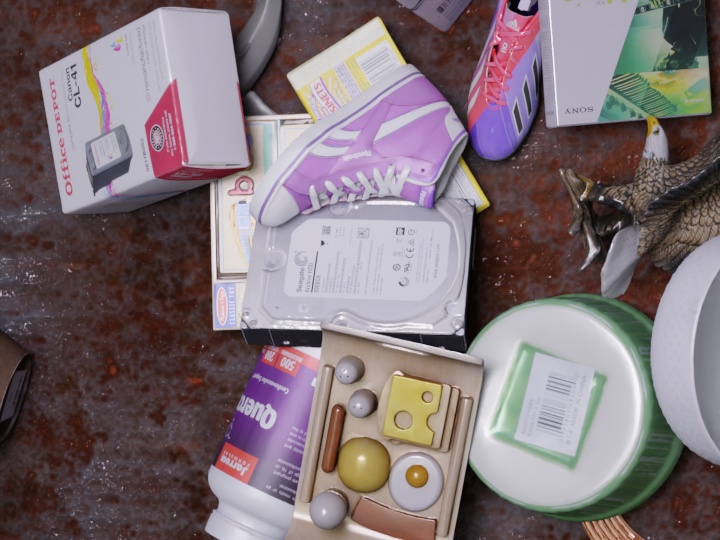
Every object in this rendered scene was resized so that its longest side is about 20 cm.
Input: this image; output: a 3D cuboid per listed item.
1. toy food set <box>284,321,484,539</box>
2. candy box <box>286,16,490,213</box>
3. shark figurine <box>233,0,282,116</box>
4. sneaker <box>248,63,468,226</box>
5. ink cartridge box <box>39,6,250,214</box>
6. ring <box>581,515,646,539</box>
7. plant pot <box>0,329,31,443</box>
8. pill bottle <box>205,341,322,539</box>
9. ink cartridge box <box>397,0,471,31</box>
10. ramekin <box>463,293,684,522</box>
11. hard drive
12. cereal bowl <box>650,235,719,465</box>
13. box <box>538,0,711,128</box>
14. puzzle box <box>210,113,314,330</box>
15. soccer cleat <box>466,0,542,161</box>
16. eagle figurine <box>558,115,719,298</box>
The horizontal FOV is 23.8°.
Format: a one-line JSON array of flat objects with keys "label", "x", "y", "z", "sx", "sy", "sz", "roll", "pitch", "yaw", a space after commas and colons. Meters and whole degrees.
[{"label": "toy food set", "x": 0.018, "y": 0.155, "z": 1.437, "sx": 0.142, "sy": 0.060, "sz": 0.202, "roll": 12, "pitch": 98, "yaw": 9}, {"label": "candy box", "x": 0.026, "y": -0.119, "z": 1.560, "sx": 0.102, "sy": 0.026, "sz": 0.201, "roll": -31, "pitch": 87, "yaw": 8}, {"label": "shark figurine", "x": -0.113, "y": -0.220, "z": 1.592, "sx": 0.127, "sy": 0.089, "sz": 0.216, "roll": 27, "pitch": 98, "yaw": 14}, {"label": "sneaker", "x": 0.005, "y": -0.083, "z": 1.489, "sx": 0.200, "sy": 0.073, "sz": 0.115, "roll": -38, "pitch": 73, "yaw": -6}, {"label": "ink cartridge box", "x": -0.200, "y": -0.142, "z": 1.572, "sx": 0.199, "sy": 0.085, "sz": 0.149, "roll": -16, "pitch": 82, "yaw": 44}, {"label": "ring", "x": 0.281, "y": 0.181, "z": 1.496, "sx": 0.198, "sy": 0.019, "sz": 0.203, "roll": -1, "pitch": 88, "yaw": 17}, {"label": "plant pot", "x": -0.425, "y": 0.092, "z": 1.645, "sx": 0.198, "sy": 0.187, "sz": 0.189, "roll": 17, "pitch": 94, "yaw": 2}, {"label": "pill bottle", "x": -0.065, "y": 0.156, "z": 1.537, "sx": 0.112, "sy": 0.112, "sz": 0.202, "roll": 22, "pitch": 84, "yaw": 16}, {"label": "ink cartridge box", "x": 0.066, "y": -0.302, "z": 1.478, "sx": 0.084, "sy": 0.200, "sz": 0.145, "roll": 42, "pitch": 100, "yaw": 13}, {"label": "ramekin", "x": 0.176, "y": 0.117, "z": 1.473, "sx": 0.198, "sy": 0.098, "sz": 0.202, "roll": -3, "pitch": 83, "yaw": 24}, {"label": "hard drive", "x": 0.000, "y": 0.000, "z": 1.502, "sx": 0.198, "sy": 0.038, "sz": 0.141, "roll": 2, "pitch": 60, "yaw": 10}, {"label": "cereal bowl", "x": 0.307, "y": 0.062, "z": 1.416, "sx": 0.083, "sy": 0.199, "sz": 0.202, "roll": 9, "pitch": 91, "yaw": 50}, {"label": "box", "x": 0.225, "y": -0.228, "z": 1.474, "sx": 0.143, "sy": 0.036, "sz": 0.202, "roll": -6, "pitch": 96, "yaw": -9}, {"label": "puzzle box", "x": -0.075, "y": -0.046, "z": 1.594, "sx": 0.131, "sy": 0.025, "sz": 0.202, "roll": -2, "pitch": 88, "yaw": 7}, {"label": "soccer cleat", "x": 0.135, "y": -0.197, "z": 1.521, "sx": 0.068, "sy": 0.073, "sz": 0.202, "roll": 19, "pitch": 94, "yaw": 16}, {"label": "eagle figurine", "x": 0.271, "y": -0.068, "z": 1.431, "sx": 0.198, "sy": 0.152, "sz": 0.153, "roll": -9, "pitch": 98, "yaw": 15}]
